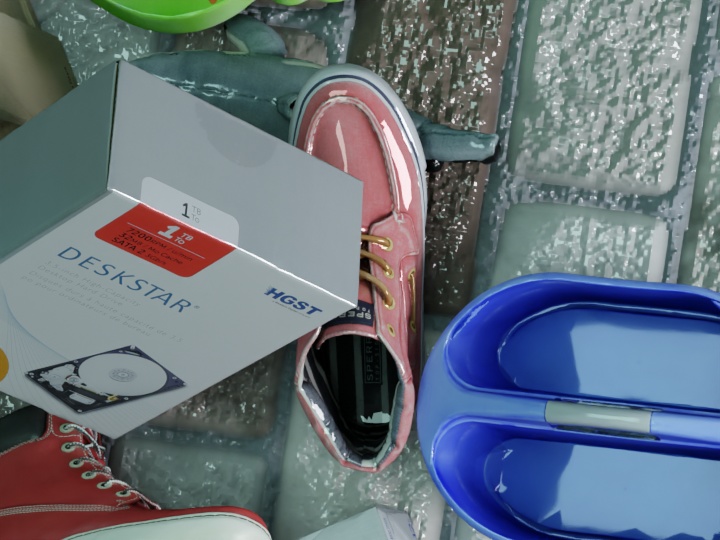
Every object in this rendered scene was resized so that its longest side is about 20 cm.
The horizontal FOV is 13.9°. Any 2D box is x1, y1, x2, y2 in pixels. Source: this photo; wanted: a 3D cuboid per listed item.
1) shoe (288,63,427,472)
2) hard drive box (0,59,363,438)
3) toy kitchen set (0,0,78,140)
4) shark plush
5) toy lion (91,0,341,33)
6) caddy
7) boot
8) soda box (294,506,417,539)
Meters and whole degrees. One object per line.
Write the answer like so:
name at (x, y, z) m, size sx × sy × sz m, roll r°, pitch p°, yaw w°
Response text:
shoe at (0.000, 0.000, 1.517) m, size 0.071 × 0.091 × 0.201 m, roll -3°, pitch 110°, yaw 6°
hard drive box at (-0.121, -0.006, 1.473) m, size 0.200 × 0.156 × 0.077 m, roll -30°, pitch 46°, yaw 42°
toy kitchen set at (-0.253, -0.061, 1.599) m, size 0.180 × 0.163 × 0.201 m, roll -25°, pitch 78°, yaw 12°
shark plush at (-0.027, -0.073, 1.576) m, size 0.200 × 0.083 × 0.091 m, roll 25°, pitch 91°, yaw 17°
toy lion at (-0.064, -0.209, 1.604) m, size 0.192 × 0.069 × 0.200 m, roll 38°, pitch 82°, yaw 11°
caddy at (0.130, 0.076, 1.503) m, size 0.199 × 0.105 × 0.142 m, roll 5°, pitch 86°, yaw 16°
boot at (-0.130, 0.115, 1.565) m, size 0.199 × 0.072 × 0.145 m, roll -12°, pitch 48°, yaw 27°
soda box at (-0.060, 0.192, 1.568) m, size 0.200 × 0.063 × 0.068 m, roll -23°, pitch 78°, yaw 12°
